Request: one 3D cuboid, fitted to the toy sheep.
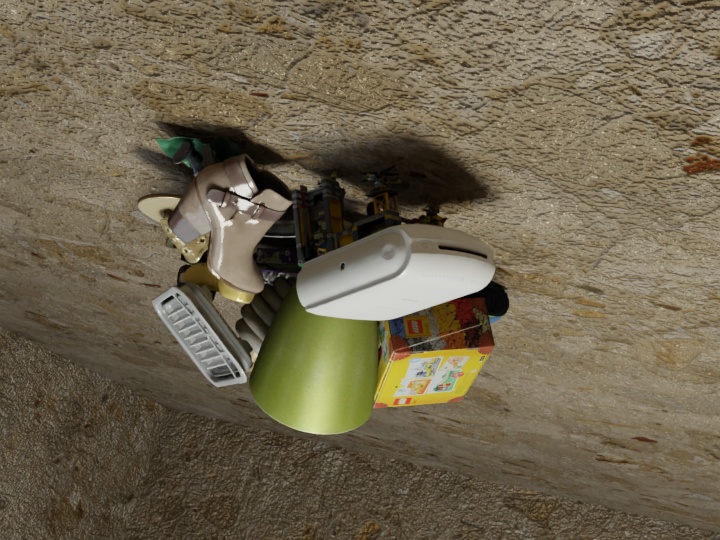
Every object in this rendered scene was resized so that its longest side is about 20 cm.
[{"bbox_3d":[-0.121,0.076,1.509,0.137,0.201,0.138,39,180,0],"label":"toy sheep"}]

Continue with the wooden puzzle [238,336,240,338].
[{"bbox_3d":[-0.128,0.084,1.674,0.198,0.186,0.047,-1,129,41],"label":"wooden puzzle"}]

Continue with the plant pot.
[{"bbox_3d":[-0.049,0.087,1.349,0.184,0.203,0.188,11,-152,-6],"label":"plant pot"}]

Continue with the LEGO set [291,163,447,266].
[{"bbox_3d":[0.007,-0.071,1.211,0.152,0.118,0.198,7,160,-44],"label":"LEGO set"}]

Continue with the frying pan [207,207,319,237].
[{"bbox_3d":[-0.147,-0.070,1.354,0.186,0.032,0.115,5,-164,9],"label":"frying pan"}]

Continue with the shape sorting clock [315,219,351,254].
[{"bbox_3d":[0.000,0.000,1.402,0.198,0.039,0.201,32,153,18],"label":"shape sorting clock"}]

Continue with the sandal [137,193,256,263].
[{"bbox_3d":[-0.224,-0.042,1.378,0.077,0.071,0.210,-22,151,32],"label":"sandal"}]

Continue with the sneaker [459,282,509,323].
[{"bbox_3d":[0.120,0.033,1.426,0.197,0.067,0.078,21,154,-17],"label":"sneaker"}]

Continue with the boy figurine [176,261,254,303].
[{"bbox_3d":[-0.204,0.017,1.455,0.123,0.066,0.199,8,176,-33],"label":"boy figurine"}]

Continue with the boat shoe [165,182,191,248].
[{"bbox_3d":[-0.248,-0.072,1.478,0.071,0.073,0.200,22,156,-12],"label":"boat shoe"}]

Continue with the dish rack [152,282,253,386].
[{"bbox_3d":[-0.231,0.091,1.443,0.173,0.043,0.199,53,155,-7],"label":"dish rack"}]

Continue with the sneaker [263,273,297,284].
[{"bbox_3d":[-0.160,0.018,1.659,0.198,0.076,0.087,2,151,40],"label":"sneaker"}]

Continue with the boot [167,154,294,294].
[{"bbox_3d":[-0.145,-0.059,1.246,0.145,0.071,0.200,-32,135,19],"label":"boot"}]

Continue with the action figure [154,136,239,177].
[{"bbox_3d":[-0.192,-0.119,1.311,0.116,0.056,0.200,12,165,14],"label":"action figure"}]

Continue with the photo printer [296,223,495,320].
[{"bbox_3d":[0.047,0.003,1.134,0.165,0.071,0.198,8,159,-45],"label":"photo printer"}]

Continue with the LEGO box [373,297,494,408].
[{"bbox_3d":[0.094,0.123,1.405,0.146,0.078,0.201,-2,151,-12],"label":"LEGO box"}]

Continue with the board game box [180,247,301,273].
[{"bbox_3d":[-0.173,-0.016,1.532,0.196,0.033,0.120,2,169,7],"label":"board game box"}]
